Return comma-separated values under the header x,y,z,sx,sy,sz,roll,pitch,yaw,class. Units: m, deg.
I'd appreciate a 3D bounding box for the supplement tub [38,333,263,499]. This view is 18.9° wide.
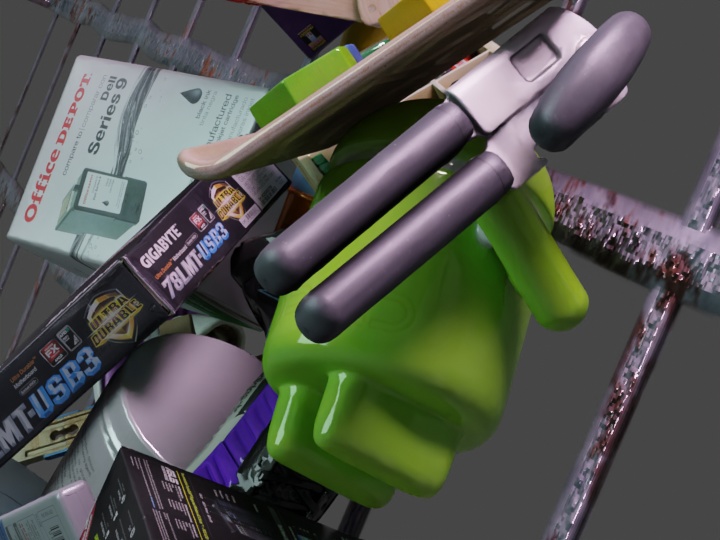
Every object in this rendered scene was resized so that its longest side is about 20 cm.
x,y,z,sx,sy,sz,roll,pitch,yaw,class
-0.123,0.149,1.274,0.200,0.131,0.132,-55,21,34,supplement tub

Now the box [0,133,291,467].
x,y,z,sx,sy,sz,roll,pitch,yaw,class
-0.148,0.025,1.285,0.200,0.050,0.199,-41,4,30,box

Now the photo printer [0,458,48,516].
x,y,z,sx,sy,sz,roll,pitch,yaw,class
-0.222,0.217,1.379,0.069,0.200,0.167,-9,55,32,photo printer

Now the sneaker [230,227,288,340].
x,y,z,sx,sy,sz,roll,pitch,yaw,class
0.000,0.000,1.222,0.200,0.075,0.080,-27,74,55,sneaker

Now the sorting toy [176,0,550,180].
x,y,z,sx,sy,sz,roll,pitch,yaw,class
0.021,-0.104,1.034,0.199,0.037,0.185,-28,0,17,sorting toy

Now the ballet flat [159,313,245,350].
x,y,z,sx,sy,sz,roll,pitch,yaw,class
-0.119,0.113,1.437,0.069,0.069,0.201,-42,31,55,ballet flat

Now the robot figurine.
x,y,z,sx,sy,sz,roll,pitch,yaw,class
0.024,0.007,1.020,0.175,0.115,0.201,-23,45,56,robot figurine

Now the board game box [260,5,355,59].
x,y,z,sx,sy,sz,roll,pitch,yaw,class
-0.010,-0.248,1.253,0.200,0.165,0.057,-39,25,15,board game box

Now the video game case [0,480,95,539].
x,y,z,sx,sy,sz,roll,pitch,yaw,class
-0.151,0.224,1.191,0.022,0.201,0.182,-25,-1,-35,video game case

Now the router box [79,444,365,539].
x,y,z,sx,sy,sz,roll,pitch,yaw,class
-0.044,0.162,0.985,0.062,0.149,0.200,-65,17,8,router box

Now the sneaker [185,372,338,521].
x,y,z,sx,sy,sz,roll,pitch,yaw,class
-0.039,0.102,1.132,0.099,0.070,0.200,-33,21,44,sneaker

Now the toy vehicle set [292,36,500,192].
x,y,z,sx,sy,sz,roll,pitch,yaw,class
0.020,-0.088,1.191,0.124,0.027,0.200,-30,20,-2,toy vehicle set

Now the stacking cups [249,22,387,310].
x,y,z,sx,sy,sz,roll,pitch,yaw,class
-0.015,-0.061,1.334,0.060,0.060,0.201,-148,78,-73,stacking cups

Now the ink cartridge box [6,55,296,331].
x,y,z,sx,sy,sz,roll,pitch,yaw,class
-0.131,-0.056,1.478,0.199,0.084,0.147,13,79,42,ink cartridge box

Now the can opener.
x,y,z,sx,sy,sz,roll,pitch,yaw,class
0.044,-0.049,0.914,0.200,0.053,0.067,-40,-1,-25,can opener

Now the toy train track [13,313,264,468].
x,y,z,sx,sy,sz,roll,pitch,yaw,class
-0.147,0.099,1.407,0.199,0.033,0.115,-17,58,12,toy train track

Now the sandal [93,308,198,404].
x,y,z,sx,sy,sz,roll,pitch,yaw,class
-0.134,0.030,1.541,0.050,0.082,0.204,-23,47,60,sandal

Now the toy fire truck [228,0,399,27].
x,y,z,sx,sy,sz,roll,pitch,yaw,class
0.013,-0.187,1.188,0.142,0.199,0.049,-66,-16,9,toy fire truck
